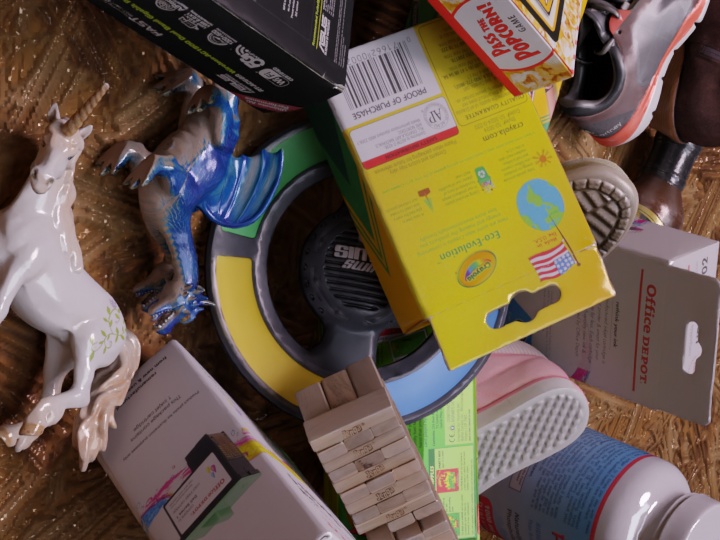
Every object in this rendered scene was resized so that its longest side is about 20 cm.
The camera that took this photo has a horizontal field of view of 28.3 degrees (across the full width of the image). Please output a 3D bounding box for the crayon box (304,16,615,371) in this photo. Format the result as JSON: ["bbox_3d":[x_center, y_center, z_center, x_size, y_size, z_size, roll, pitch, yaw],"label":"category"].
[{"bbox_3d":[0.058,-0.050,0.873,0.126,0.051,0.202,-21,83,-19],"label":"crayon box"}]

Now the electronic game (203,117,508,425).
[{"bbox_3d":[0.000,0.000,0.896,0.197,0.042,0.203,1,84,-11],"label":"electronic game"}]

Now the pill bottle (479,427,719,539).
[{"bbox_3d":[0.185,0.185,1.109,0.108,0.199,0.110,-18,117,-40],"label":"pill bottle"}]

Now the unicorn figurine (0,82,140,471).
[{"bbox_3d":[-0.174,0.008,0.773,0.138,0.073,0.201,-56,151,-29],"label":"unicorn figurine"}]

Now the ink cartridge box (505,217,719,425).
[{"bbox_3d":[0.196,0.025,1.062,0.067,0.199,0.117,-18,118,-40],"label":"ink cartridge box"}]

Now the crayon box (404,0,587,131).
[{"bbox_3d":[0.092,-0.170,0.986,0.118,0.058,0.203,14,95,-48],"label":"crayon box"}]

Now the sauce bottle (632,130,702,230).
[{"bbox_3d":[0.227,-0.024,1.179,0.064,0.064,0.202,30,81,-47],"label":"sauce bottle"}]

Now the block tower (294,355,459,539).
[{"bbox_3d":[0.019,0.140,0.881,0.053,0.058,0.201,-25,131,-1],"label":"block tower"}]

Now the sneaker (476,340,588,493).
[{"bbox_3d":[0.062,0.114,1.059,0.198,0.105,0.076,-23,122,-4],"label":"sneaker"}]

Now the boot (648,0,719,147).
[{"bbox_3d":[0.313,-0.188,1.130,0.072,0.165,0.202,25,86,-48],"label":"boot"}]

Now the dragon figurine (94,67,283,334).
[{"bbox_3d":[-0.086,-0.063,0.837,0.201,0.058,0.099,-58,136,-13],"label":"dragon figurine"}]

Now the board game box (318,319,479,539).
[{"bbox_3d":[0.025,0.084,0.963,0.100,0.048,0.203,-4,99,-12],"label":"board game box"}]

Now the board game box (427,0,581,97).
[{"bbox_3d":[0.063,-0.223,0.829,0.200,0.046,0.153,41,48,-37],"label":"board game box"}]

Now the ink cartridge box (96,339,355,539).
[{"bbox_3d":[-0.061,0.155,0.831,0.084,0.200,0.145,-42,133,-5],"label":"ink cartridge box"}]

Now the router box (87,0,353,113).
[{"bbox_3d":[-0.066,-0.205,0.750,0.149,0.061,0.203,29,59,-48],"label":"router box"}]

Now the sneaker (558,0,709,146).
[{"bbox_3d":[0.208,-0.198,1.088,0.081,0.077,0.203,16,92,-41],"label":"sneaker"}]

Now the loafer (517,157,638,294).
[{"bbox_3d":[0.112,-0.029,0.990,0.076,0.199,0.069,41,46,-18],"label":"loafer"}]
